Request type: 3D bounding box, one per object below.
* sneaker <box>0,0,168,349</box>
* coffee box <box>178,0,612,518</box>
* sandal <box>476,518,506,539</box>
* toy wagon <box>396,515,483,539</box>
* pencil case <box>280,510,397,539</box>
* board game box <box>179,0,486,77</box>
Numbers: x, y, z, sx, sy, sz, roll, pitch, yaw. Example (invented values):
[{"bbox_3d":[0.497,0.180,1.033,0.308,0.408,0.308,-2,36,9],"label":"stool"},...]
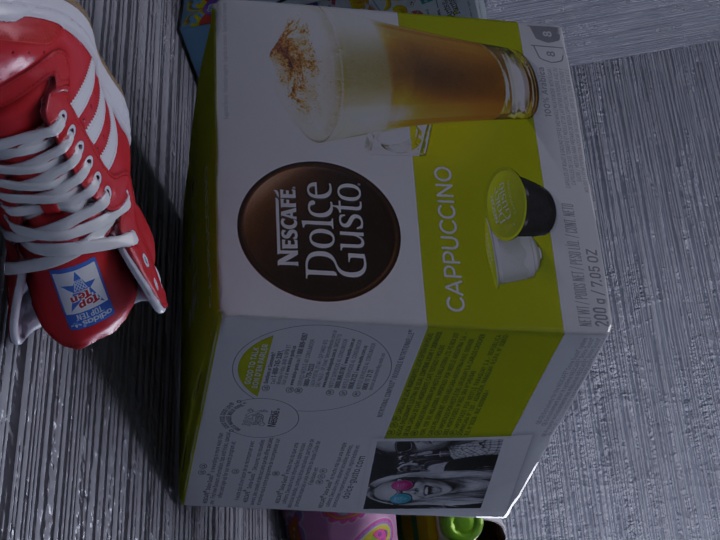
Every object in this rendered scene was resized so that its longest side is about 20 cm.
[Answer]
[{"bbox_3d":[-0.125,-0.033,0.600,0.200,0.070,0.114,55,24,-77],"label":"sneaker"},{"bbox_3d":[0.004,-0.001,0.842,0.201,0.195,0.201,108,-18,-54],"label":"coffee box"},{"bbox_3d":[0.070,0.190,1.336,0.207,0.059,0.079,46,12,35],"label":"sandal"},{"bbox_3d":[0.061,0.247,1.207,0.155,0.039,0.203,169,-86,-75],"label":"toy wagon"},{"bbox_3d":[-0.023,0.134,1.102,0.087,0.086,0.202,-56,135,-78],"label":"pencil case"},{"bbox_3d":[-0.014,-0.178,1.074,0.104,0.198,0.105,-91,168,-45],"label":"board game box"}]
